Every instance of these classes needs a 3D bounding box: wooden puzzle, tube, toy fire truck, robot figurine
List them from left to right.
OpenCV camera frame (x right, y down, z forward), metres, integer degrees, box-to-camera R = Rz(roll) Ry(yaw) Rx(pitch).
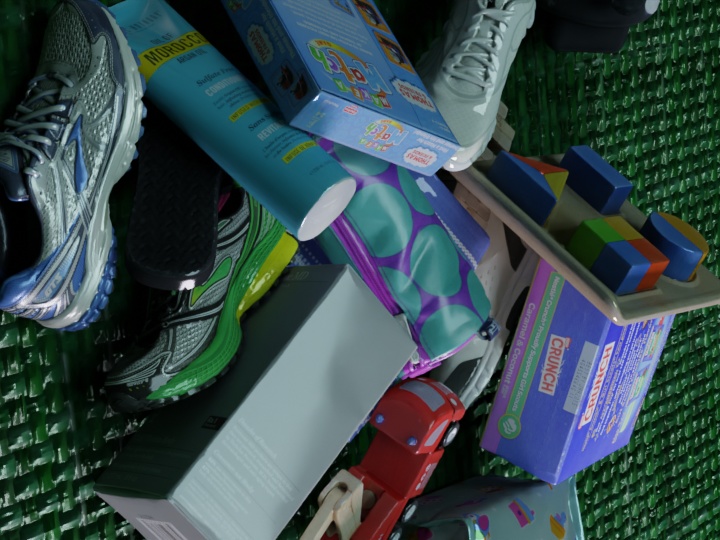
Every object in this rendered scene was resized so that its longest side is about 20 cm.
[{"bbox_3d":[-0.089,-0.102,1.165,0.077,0.200,0.051,-28,155,-50],"label":"tube"},{"bbox_3d":[-0.008,0.170,1.317,0.201,0.049,0.141,-62,160,12],"label":"toy fire truck"},{"bbox_3d":[0.192,-0.276,1.501,0.124,0.150,0.202,-31,142,-45],"label":"robot figurine"},{"bbox_3d":[0.182,-0.038,1.408,0.199,0.185,0.047,-3,130,-53],"label":"wooden puzzle"}]

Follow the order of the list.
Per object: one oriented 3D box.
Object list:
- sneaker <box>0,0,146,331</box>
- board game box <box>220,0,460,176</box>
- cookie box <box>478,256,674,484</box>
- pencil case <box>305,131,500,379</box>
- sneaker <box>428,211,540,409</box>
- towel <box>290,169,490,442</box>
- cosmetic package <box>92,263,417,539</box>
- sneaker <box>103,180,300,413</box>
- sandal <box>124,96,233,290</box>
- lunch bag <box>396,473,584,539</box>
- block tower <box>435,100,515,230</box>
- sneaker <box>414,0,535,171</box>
[{"bbox_3d":[-0.184,-0.066,1.111,0.085,0.077,0.203,7,87,-47],"label":"sneaker"},{"bbox_3d":[-0.030,-0.161,1.229,0.151,0.037,0.201,16,37,-51],"label":"board game box"},{"bbox_3d":[0.185,0.065,1.509,0.200,0.075,0.173,-10,120,-65],"label":"cookie box"},{"bbox_3d":[0.010,-0.024,1.284,0.201,0.085,0.093,55,32,-16],"label":"pencil case"},{"bbox_3d":[0.083,0.031,1.470,0.079,0.074,0.202,28,76,-8],"label":"sneaker"},{"bbox_3d":[0.000,0.000,1.340,0.145,0.024,0.201,47,63,-20],"label":"towel"},{"bbox_3d":[-0.066,0.093,1.213,0.090,0.106,0.201,46,63,-24],"label":"cosmetic package"},{"bbox_3d":[-0.116,0.012,1.212,0.086,0.077,0.201,56,43,-29],"label":"sneaker"},{"bbox_3d":[-0.113,-0.056,1.183,0.045,0.074,0.201,98,-1,-48],"label":"sandal"},{"bbox_3d":[0.099,0.271,1.453,0.170,0.121,0.203,-13,97,-51],"label":"lunch bag"},{"bbox_3d":[0.062,-0.041,1.434,0.054,0.057,0.202,37,66,-45],"label":"block tower"},{"bbox_3d":[0.085,-0.164,1.376,0.081,0.074,0.201,116,-5,-60],"label":"sneaker"}]
